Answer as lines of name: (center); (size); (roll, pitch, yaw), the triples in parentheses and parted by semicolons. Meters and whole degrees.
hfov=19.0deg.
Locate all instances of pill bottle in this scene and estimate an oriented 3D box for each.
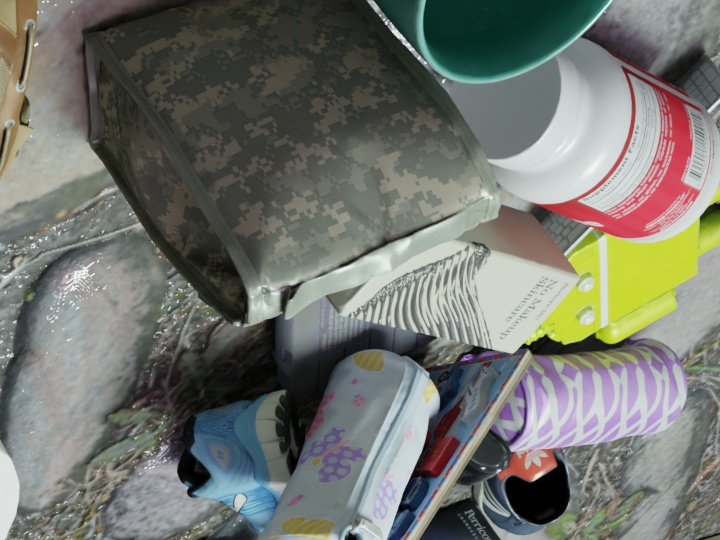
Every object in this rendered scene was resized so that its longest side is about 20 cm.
pill bottle: (0.148, -0.091, 1.420); (0.112, 0.112, 0.200); (-48, 145, 18)

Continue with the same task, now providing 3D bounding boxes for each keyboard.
keyboard: (0.186, -0.071, 1.536); (0.011, 0.056, 0.200); (38, 106, -22)

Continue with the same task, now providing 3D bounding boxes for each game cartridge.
game cartridge: (0.000, 0.000, 1.472); (0.129, 0.038, 0.200); (-19, 144, -18)

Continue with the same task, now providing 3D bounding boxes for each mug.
mug: (0.070, -0.211, 1.192); (0.152, 0.115, 0.185); (-11, 138, -33)

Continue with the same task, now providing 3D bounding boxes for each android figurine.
android figurine: (0.201, -0.010, 1.641); (0.200, 0.041, 0.182); (-29, 147, -15)

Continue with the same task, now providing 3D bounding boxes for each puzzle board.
puzzle board: (0.030, 0.139, 1.535); (0.200, 0.017, 0.151); (-55, -160, -25)

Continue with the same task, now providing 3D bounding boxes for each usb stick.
usb stick: (0.080, 0.139, 1.636); (0.033, 0.055, 0.200); (-60, 178, -9)

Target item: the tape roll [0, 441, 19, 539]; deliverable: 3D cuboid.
tape roll: (-0.316, 0.147, 1.328); (0.202, 0.071, 0.203); (-24, 146, -17)

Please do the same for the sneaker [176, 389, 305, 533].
sneaker: (-0.086, 0.138, 1.548); (0.090, 0.079, 0.200); (-1, 153, 3)

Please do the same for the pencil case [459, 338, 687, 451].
pencil case: (0.172, 0.094, 1.702); (0.199, 0.086, 0.084); (-3, 142, -43)

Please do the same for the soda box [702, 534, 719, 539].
soda box: (0.393, 0.308, 2.196); (0.199, 0.068, 0.064); (-11, 139, -34)

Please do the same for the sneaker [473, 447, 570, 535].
sneaker: (0.142, 0.188, 1.793); (0.075, 0.085, 0.200); (-32, 148, -6)

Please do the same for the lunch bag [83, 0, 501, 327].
lunch bag: (-0.038, -0.062, 1.201); (0.164, 0.200, 0.118); (-23, 145, -21)

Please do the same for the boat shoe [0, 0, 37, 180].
boat shoe: (-0.209, -0.075, 1.144); (0.074, 0.076, 0.200); (-17, 144, -33)

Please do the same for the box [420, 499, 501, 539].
box: (0.053, 0.321, 1.775); (0.198, 0.200, 0.124); (-16, 142, -30)

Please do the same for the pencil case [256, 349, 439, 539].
pencil case: (-0.008, 0.142, 1.446); (0.091, 0.083, 0.200); (-62, -178, 41)

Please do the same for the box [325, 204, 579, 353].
box: (0.053, -0.006, 1.421); (0.200, 0.068, 0.082); (13, 124, -50)
